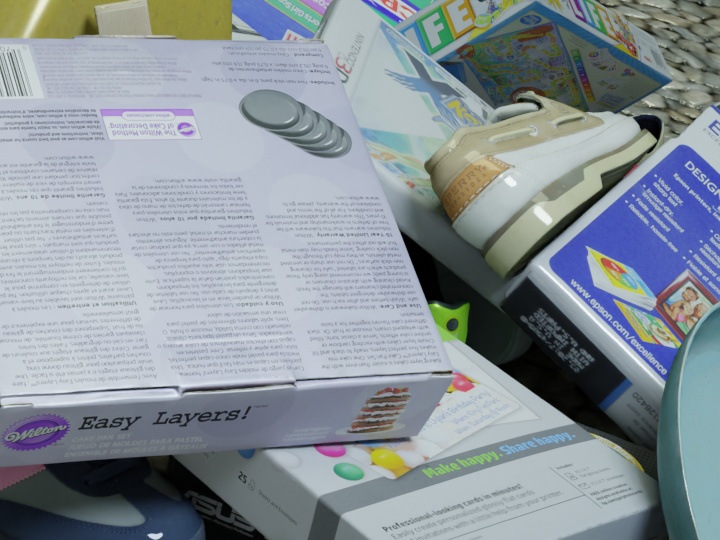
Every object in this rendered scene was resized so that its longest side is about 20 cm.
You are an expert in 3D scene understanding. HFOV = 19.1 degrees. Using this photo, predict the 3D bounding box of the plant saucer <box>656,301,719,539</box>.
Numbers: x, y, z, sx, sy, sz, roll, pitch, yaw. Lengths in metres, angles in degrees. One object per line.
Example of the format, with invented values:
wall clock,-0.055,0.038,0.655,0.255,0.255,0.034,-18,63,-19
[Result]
plant saucer,0.183,0.110,0.922,0.200,0.027,0.200,29,50,-41

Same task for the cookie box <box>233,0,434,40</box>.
cookie box,-0.015,-0.178,1.435,0.171,0.075,0.200,33,24,-7

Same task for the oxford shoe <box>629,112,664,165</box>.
oxford shoe,0.127,-0.056,1.312,0.070,0.075,0.200,26,26,22

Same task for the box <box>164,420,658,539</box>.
box,0.030,0.100,0.957,0.200,0.044,0.160,21,26,11

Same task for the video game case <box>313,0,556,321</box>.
video game case,0.051,-0.053,1.118,0.200,0.022,0.182,39,24,-10

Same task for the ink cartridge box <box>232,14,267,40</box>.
ink cartridge box,-0.135,-0.113,1.261,0.145,0.084,0.200,-3,30,-38

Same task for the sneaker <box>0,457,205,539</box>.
sneaker,-0.144,0.058,0.894,0.200,0.082,0.070,27,26,22

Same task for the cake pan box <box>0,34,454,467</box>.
cake pan box,-0.081,-0.013,0.857,0.200,0.052,0.184,-3,51,-27

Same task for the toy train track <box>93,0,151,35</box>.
toy train track,-0.094,-0.030,0.977,0.114,0.200,0.033,-10,26,-5

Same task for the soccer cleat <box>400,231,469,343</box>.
soccer cleat,0.000,0.000,1.107,0.067,0.081,0.200,0,29,-32

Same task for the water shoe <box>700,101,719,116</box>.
water shoe,0.276,-0.033,1.187,0.200,0.072,0.079,26,-2,24

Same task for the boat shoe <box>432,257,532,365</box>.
boat shoe,0.053,-0.016,1.187,0.091,0.071,0.200,-3,31,-39

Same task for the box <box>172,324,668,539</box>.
box,0.010,0.074,0.902,0.156,0.041,0.200,-10,34,-43

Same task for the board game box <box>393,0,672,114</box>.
board game box,0.088,-0.117,1.281,0.200,0.134,0.034,17,48,-59

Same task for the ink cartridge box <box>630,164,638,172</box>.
ink cartridge box,0.233,0.023,1.198,0.200,0.084,0.145,15,24,-2

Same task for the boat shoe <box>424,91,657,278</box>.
boat shoe,0.092,-0.057,1.071,0.068,0.075,0.200,46,22,6

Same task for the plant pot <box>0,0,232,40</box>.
plant pot,-0.175,-0.116,1.021,0.194,0.200,0.195,28,0,28

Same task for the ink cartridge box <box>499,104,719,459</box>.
ink cartridge box,0.194,0.032,1.071,0.198,0.047,0.200,45,42,8
